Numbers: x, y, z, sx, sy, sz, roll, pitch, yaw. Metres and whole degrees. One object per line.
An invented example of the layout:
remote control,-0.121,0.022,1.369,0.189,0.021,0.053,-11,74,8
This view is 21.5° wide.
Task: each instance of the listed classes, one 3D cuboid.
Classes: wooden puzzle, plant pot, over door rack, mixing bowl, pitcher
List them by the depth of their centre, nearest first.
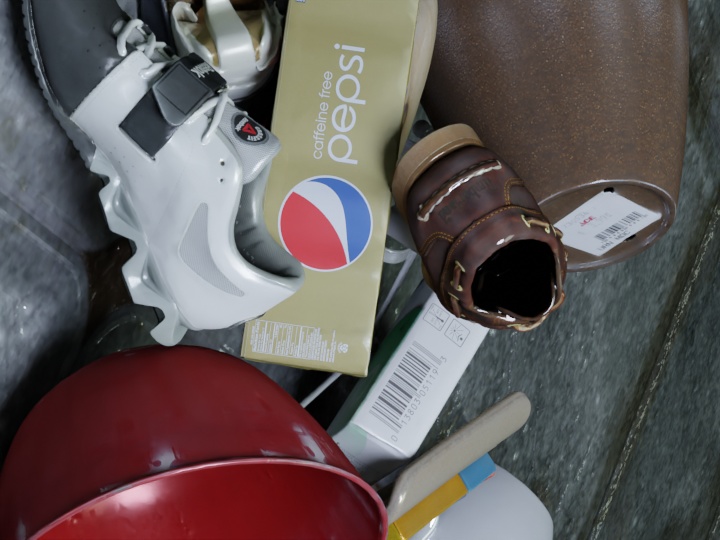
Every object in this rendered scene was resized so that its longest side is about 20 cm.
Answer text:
mixing bowl,-0.097,0.108,0.918,0.199,0.109,0.201,-15,143,-11
plant pot,0.112,-0.108,1.072,0.187,0.186,0.201,59,18,-59
over door rack,0.000,0.000,1.084,0.148,0.066,0.200,-63,-179,20
wooden puzzle,0.005,0.159,1.176,0.200,0.037,0.185,-39,173,32
pitcher,0.041,0.218,1.330,0.200,0.121,0.172,-48,144,-21

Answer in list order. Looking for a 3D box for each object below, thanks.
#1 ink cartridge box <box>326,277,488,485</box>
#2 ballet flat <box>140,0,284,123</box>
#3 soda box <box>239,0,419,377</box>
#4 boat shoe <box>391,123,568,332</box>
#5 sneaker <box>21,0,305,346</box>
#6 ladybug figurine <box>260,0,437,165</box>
ink cartridge box,0.015,0.072,1.202,0.161,0.050,0.200,-57,-172,-28
ballet flat,-0.072,-0.137,0.901,0.073,0.073,0.201,-49,144,-41
soda box,-0.013,-0.054,0.922,0.068,0.063,0.202,-78,177,-86
boat shoe,0.068,-0.002,0.938,0.070,0.070,0.200,-40,157,4
sneaker,-0.082,-0.068,0.852,0.201,0.088,0.074,67,24,-21
ladybug figurine,-0.019,-0.080,1.018,0.201,0.072,0.136,-70,-166,-6
